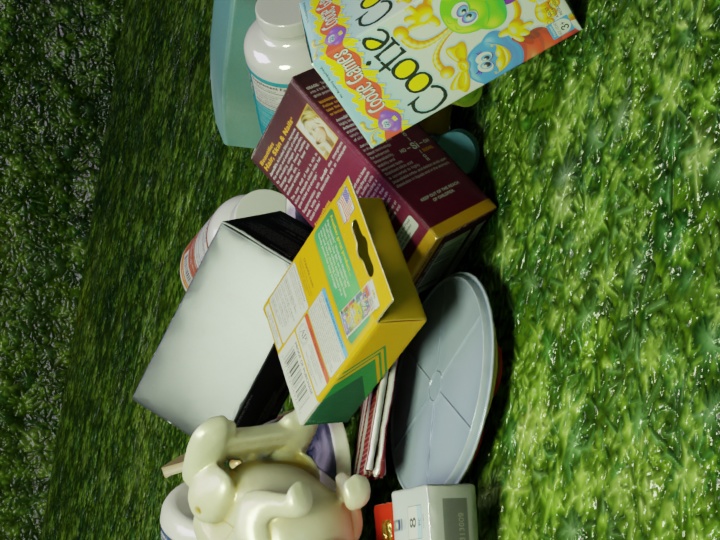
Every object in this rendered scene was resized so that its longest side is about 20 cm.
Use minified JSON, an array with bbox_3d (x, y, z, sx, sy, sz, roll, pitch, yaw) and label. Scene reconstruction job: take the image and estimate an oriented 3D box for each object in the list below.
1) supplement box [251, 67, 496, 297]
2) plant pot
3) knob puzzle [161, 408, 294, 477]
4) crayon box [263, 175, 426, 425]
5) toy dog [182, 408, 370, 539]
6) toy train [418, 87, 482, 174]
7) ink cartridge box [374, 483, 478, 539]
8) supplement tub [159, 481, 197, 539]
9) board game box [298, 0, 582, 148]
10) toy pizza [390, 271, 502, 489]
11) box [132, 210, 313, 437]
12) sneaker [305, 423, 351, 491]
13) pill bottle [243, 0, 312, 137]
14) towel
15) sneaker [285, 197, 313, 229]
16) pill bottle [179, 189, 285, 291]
[{"bbox_3d":[0.009,-0.079,1.469,0.200,0.086,0.110,48,137,16],"label":"supplement box"},{"bbox_3d":[-0.116,-0.258,2.066,0.141,0.141,0.201,-118,36,-63],"label":"plant pot"},{"bbox_3d":[-0.107,0.178,1.689,0.031,0.219,0.220,70,159,-1],"label":"knob puzzle"},{"bbox_3d":[-0.010,0.028,1.409,0.200,0.051,0.126,-55,45,47],"label":"crayon box"},{"bbox_3d":[-0.067,0.242,1.433,0.200,0.139,0.194,47,117,37],"label":"toy dog"},{"bbox_3d":[0.071,-0.171,1.534,0.116,0.084,0.201,-5,74,61],"label":"toy train"},{"bbox_3d":[0.038,0.261,1.347,0.200,0.047,0.161,152,117,-64],"label":"ink cartridge box"},{"bbox_3d":[-0.125,0.316,1.649,0.144,0.144,0.201,-125,34,-66],"label":"supplement tub"},{"bbox_3d":[0.063,-0.209,1.367,0.200,0.105,0.103,-29,37,13],"label":"board game box"},{"bbox_3d":[0.077,0.101,1.406,0.200,0.032,0.201,-168,90,-71],"label":"toy pizza"},{"bbox_3d":[-0.109,0.054,1.634,0.200,0.104,0.182,-62,-10,11],"label":"box"},{"bbox_3d":[-0.049,0.221,1.555,0.075,0.084,0.201,100,165,-71],"label":"sneaker"},{"bbox_3d":[-0.065,-0.211,1.795,0.200,0.110,0.111,81,-177,-48],"label":"pill bottle"},{"bbox_3d":[0.017,0.119,1.510,0.200,0.023,0.145,119,160,-81],"label":"towel"},{"bbox_3d":[-0.009,-0.072,1.703,0.146,0.077,0.203,1,108,46],"label":"sneaker"},{"bbox_3d":[-0.143,-0.026,2.025,0.200,0.112,0.113,140,139,-61],"label":"pill bottle"}]
